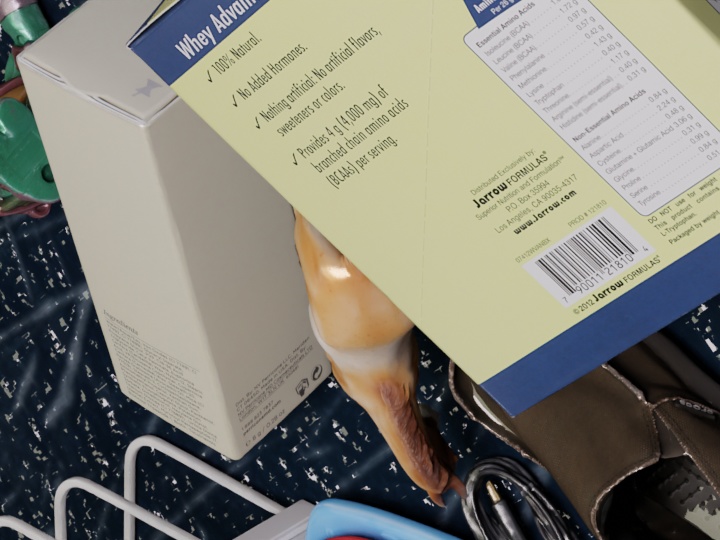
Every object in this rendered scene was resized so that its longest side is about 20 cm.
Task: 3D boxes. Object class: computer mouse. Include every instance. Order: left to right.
[{"bbox_3d":[0.096,0.172,1.287,0.058,0.034,0.201,-21,89,38],"label":"computer mouse"}]

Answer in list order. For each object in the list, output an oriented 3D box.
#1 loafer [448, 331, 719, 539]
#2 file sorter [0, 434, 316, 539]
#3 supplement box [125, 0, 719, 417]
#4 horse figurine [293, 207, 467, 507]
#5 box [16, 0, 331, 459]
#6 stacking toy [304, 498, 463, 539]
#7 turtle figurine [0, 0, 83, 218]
[{"bbox_3d":[0.108,0.071,1.188,0.199,0.071,0.073,28,128,29],"label":"loafer"},{"bbox_3d":[-0.130,0.183,1.374,0.124,0.200,0.139,24,125,34],"label":"file sorter"},{"bbox_3d":[0.067,-0.092,1.058,0.200,0.134,0.200,44,137,-11],"label":"supplement box"},{"bbox_3d":[0.000,0.000,1.215,0.200,0.050,0.133,82,173,-59],"label":"horse figurine"},{"bbox_3d":[-0.076,-0.020,1.270,0.082,0.068,0.201,28,146,34],"label":"box"},{"bbox_3d":[-0.035,0.192,1.289,0.109,0.200,0.117,14,120,37],"label":"stacking toy"},{"bbox_3d":[-0.168,-0.070,1.358,0.200,0.100,0.150,-3,64,59],"label":"turtle figurine"}]
